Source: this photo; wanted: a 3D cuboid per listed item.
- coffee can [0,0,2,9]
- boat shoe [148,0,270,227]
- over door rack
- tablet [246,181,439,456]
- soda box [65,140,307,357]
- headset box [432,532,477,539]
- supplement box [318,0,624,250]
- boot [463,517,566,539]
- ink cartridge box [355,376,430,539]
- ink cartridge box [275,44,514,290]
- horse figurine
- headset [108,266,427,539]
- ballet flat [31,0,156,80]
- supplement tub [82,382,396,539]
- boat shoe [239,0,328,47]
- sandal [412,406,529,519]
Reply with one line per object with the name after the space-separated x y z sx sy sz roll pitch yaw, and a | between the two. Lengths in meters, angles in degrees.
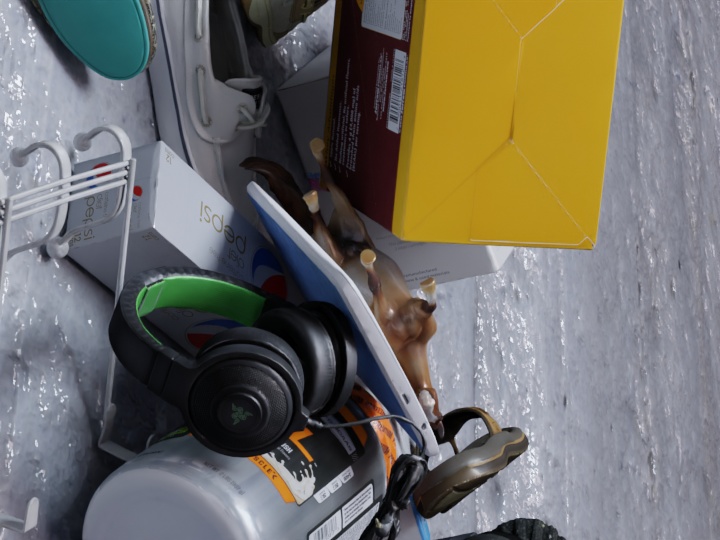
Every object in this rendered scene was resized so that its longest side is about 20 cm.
-0.240 -0.175 0.995 0.146 0.146 0.201 42 43 -50 | coffee can
-0.092 -0.113 1.358 0.072 0.065 0.201 -8 86 -64 | boat shoe
-0.179 0.028 1.135 0.148 0.066 0.202 -26 116 -63 | over door rack
-0.012 0.025 1.233 0.131 0.014 0.200 63 -7 -25 | tablet
-0.101 0.000 1.287 0.200 0.068 0.064 44 40 -50 | soda box
0.041 0.291 1.397 0.200 0.092 0.175 -28 104 -73 | headset box
0.068 -0.130 1.348 0.200 0.132 0.199 -143 -123 -70 | supplement box
0.106 0.213 1.361 0.158 0.079 0.212 -71 156 -49 | boot
0.002 0.119 1.407 0.200 0.067 0.117 -78 152 -78 | ink cartridge box
0.035 -0.101 1.542 0.129 0.124 0.201 -48 122 -60 | ink cartridge box
0.000 0.000 1.309 0.200 0.050 0.133 49 -15 30 | horse figurine
-0.051 0.071 1.132 0.123 0.199 0.094 -27 142 -58 | headset
-0.184 -0.202 1.223 0.200 0.068 0.076 50 22 -41 | ballet flat
-0.063 0.135 1.200 0.200 0.122 0.123 -34 109 -59 | supplement tub
-0.050 -0.200 1.420 0.200 0.066 0.075 -76 150 -86 | boat shoe
0.062 0.122 1.357 0.055 0.082 0.200 54 10 7 | sandal
